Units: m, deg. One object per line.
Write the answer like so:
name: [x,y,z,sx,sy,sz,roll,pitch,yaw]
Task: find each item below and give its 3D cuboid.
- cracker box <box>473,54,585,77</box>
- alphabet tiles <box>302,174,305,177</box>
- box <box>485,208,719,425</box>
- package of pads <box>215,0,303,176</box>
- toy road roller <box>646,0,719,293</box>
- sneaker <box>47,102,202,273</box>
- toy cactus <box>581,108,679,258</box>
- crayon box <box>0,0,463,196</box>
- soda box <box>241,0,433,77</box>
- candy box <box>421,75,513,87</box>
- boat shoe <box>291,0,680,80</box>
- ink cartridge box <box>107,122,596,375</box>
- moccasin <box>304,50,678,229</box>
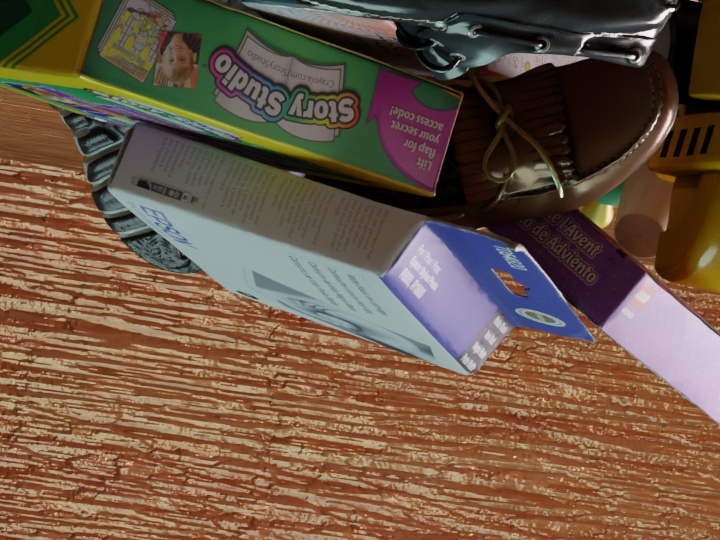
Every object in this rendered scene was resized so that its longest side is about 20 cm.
cracker box: [0.068,-0.117,1.643,0.134,0.058,0.200,4,174,35]
alphabet tiles: [0.023,-0.039,1.692,0.195,0.015,0.200,-9,171,2]
box: [0.134,0.011,1.566,0.137,0.039,0.200,43,-176,36]
package of pads: [-0.037,-0.098,1.711,0.076,0.121,0.200,-5,173,18]
toy road roller: [0.216,-0.059,1.489,0.123,0.146,0.200,9,177,-20]
sneaker: [-0.116,-0.102,1.591,0.076,0.116,0.200,-15,124,22]
toy cactus: [0.184,-0.058,1.722,0.200,0.102,0.165,-3,-147,29]
crayon box: [-0.082,-0.094,1.413,0.200,0.058,0.172,17,177,-34]
soda box: [0.002,-0.136,1.409,0.068,0.064,0.200,7,177,12]
candy box: [0.055,-0.079,1.608,0.102,0.026,0.200,2,175,10]
boat shoe: [0.048,-0.114,1.294,0.199,0.066,0.075,-5,-145,-29]
ink cartridge box: [0.000,0.000,1.452,0.200,0.041,0.200,17,170,20]
moccasin: [0.061,-0.063,1.462,0.201,0.074,0.078,-12,165,32]
